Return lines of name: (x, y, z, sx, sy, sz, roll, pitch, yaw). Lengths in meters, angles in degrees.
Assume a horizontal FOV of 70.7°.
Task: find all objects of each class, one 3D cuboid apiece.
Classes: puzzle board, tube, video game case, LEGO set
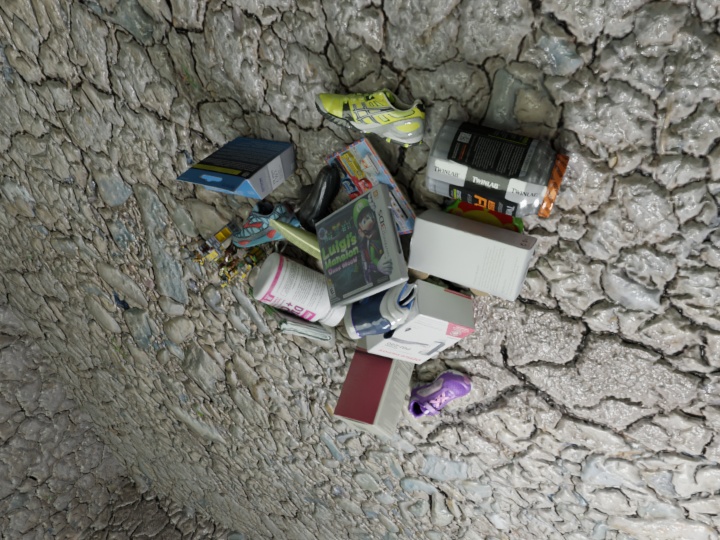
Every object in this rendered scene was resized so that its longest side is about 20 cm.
puzzle board: (0.022, -0.148, 0.975, 0.200, 0.017, 0.151, 54, 153, -17)
tube: (-0.101, -0.057, 1.063, 0.200, 0.052, 0.058, 27, 129, -6)
video game case: (-0.006, -0.040, 0.953, 0.200, 0.023, 0.182, -26, 70, 44)
LEGO set: (-0.354, -0.025, 1.280, 0.200, 0.116, 0.154, -15, 115, 40)

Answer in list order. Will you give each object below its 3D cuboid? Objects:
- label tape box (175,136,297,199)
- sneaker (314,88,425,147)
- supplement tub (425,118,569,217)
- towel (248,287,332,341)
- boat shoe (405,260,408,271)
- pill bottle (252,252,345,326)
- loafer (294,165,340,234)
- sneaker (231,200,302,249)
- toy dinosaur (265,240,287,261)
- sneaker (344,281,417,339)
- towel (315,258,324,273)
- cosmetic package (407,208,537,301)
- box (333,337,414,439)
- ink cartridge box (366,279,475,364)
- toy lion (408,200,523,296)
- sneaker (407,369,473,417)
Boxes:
label tape box: (-0.239, -0.193, 1.009, 0.143, 0.200, 0.066, 13, 133, 24)
sneaker: (0.019, -0.279, 0.873, 0.199, 0.075, 0.077, 17, 126, 6)
supplement tub: (0.213, -0.158, 0.801, 0.200, 0.123, 0.123, 20, 133, 19)
towel: (-0.171, 0.106, 1.210, 0.149, 0.031, 0.200, 24, -174, -41)
boat shoe: (0.016, -0.051, 1.032, 0.200, 0.062, 0.071, 39, 104, 38)
pill bottle: (-0.133, 0.049, 1.164, 0.200, 0.114, 0.113, 25, 140, -22)
loafer: (-0.096, -0.147, 1.037, 0.072, 0.073, 0.200, 39, 143, 8)
sneaker: (-0.224, -0.112, 1.171, 0.200, 0.079, 0.096, -11, 105, 31)
toy dinosaur: (-0.183, 0.027, 1.244, 0.102, 0.077, 0.200, -13, 114, 54)
sneaker: (0.049, 0.048, 1.012, 0.146, 0.200, 0.081, -21, 119, 18)
towel: (0.000, 0.000, 1.134, 0.200, 0.034, 0.133, 37, 135, 3)
cosmetic package: (0.191, -0.031, 0.886, 0.200, 0.074, 0.102, 21, 119, 22)
box: (0.037, 0.272, 1.192, 0.109, 0.200, 0.128, 6, 153, 29)
ink cartridge box: (0.122, 0.115, 1.074, 0.145, 0.085, 0.200, 17, 144, -24)
toy lion: (0.194, -0.060, 0.945, 0.199, 0.069, 0.192, 15, 125, 23)
sneaker: (0.186, 0.306, 1.226, 0.081, 0.089, 0.200, 47, 134, -8)
